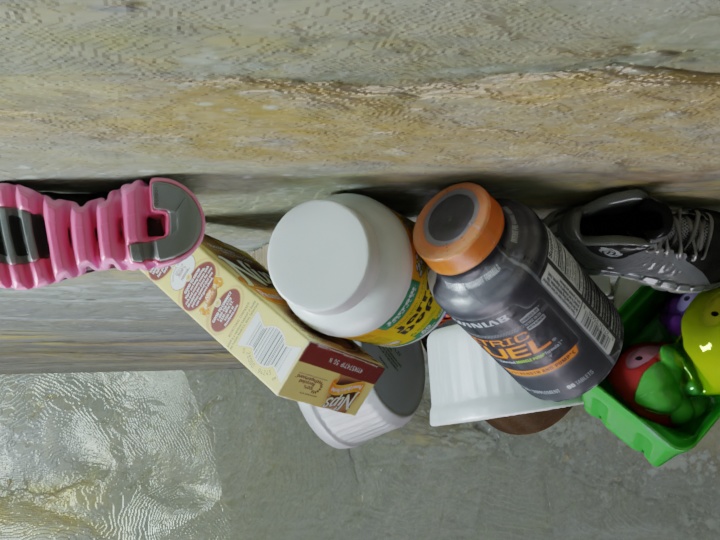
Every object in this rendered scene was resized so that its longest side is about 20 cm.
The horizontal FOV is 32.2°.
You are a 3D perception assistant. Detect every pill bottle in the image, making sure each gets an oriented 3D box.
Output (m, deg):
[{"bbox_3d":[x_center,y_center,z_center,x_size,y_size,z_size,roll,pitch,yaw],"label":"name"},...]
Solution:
[{"bbox_3d":[0.123,0.014,1.002,0.105,0.107,0.200,-8,142,39],"label":"pill bottle"},{"bbox_3d":[0.000,0.000,1.011,0.111,0.115,0.200,-4,171,18],"label":"pill bottle"}]

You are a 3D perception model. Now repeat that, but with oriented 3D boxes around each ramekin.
[{"bbox_3d":[0.002,0.110,1.516,0.093,0.205,0.202,-15,167,29],"label":"ramekin"},{"bbox_3d":[0.162,0.098,1.293,0.197,0.099,0.200,-9,174,-1],"label":"ramekin"}]

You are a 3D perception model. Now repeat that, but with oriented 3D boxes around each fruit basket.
[{"bbox_3d":[0.308,0.063,1.132,0.155,0.217,0.215,38,-172,22],"label":"fruit basket"}]

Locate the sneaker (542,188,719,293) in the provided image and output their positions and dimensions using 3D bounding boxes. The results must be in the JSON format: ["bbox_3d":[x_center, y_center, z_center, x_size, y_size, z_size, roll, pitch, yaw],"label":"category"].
[{"bbox_3d":[0.256,-0.026,1.037,0.197,0.076,0.116,0,170,-9],"label":"sneaker"}]

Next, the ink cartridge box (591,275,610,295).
[{"bbox_3d":[0.157,-0.003,1.189,0.197,0.069,0.116,1,172,-24],"label":"ink cartridge box"}]

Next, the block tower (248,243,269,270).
[{"bbox_3d":[-0.095,0.011,1.277,0.053,0.059,0.199,3,172,-25],"label":"block tower"}]

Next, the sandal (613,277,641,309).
[{"bbox_3d":[0.333,0.011,1.271,0.200,0.080,0.057,-24,-166,49],"label":"sandal"}]

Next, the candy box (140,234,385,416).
[{"bbox_3d":[-0.085,0.040,1.059,0.199,0.056,0.115,38,-173,35],"label":"candy box"}]

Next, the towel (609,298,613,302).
[{"bbox_3d":[0.333,0.103,1.708,0.189,0.033,0.200,-11,-153,34],"label":"towel"}]

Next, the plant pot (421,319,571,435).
[{"bbox_3d":[0.167,0.097,1.612,0.185,0.190,0.199,-8,156,37],"label":"plant pot"}]

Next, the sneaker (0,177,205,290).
[{"bbox_3d":[-0.211,-0.029,0.943,0.197,0.080,0.095,-1,-176,1],"label":"sneaker"}]

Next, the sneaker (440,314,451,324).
[{"bbox_3d":[0.066,0.043,1.394,0.198,0.080,0.075,3,177,32],"label":"sneaker"}]
